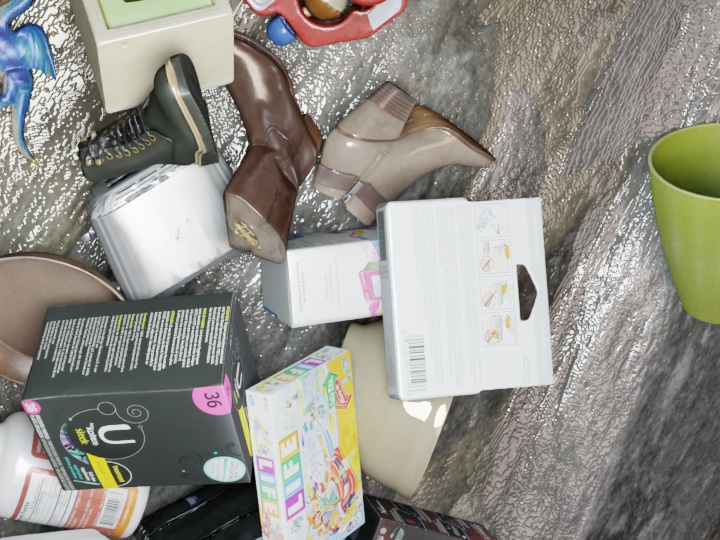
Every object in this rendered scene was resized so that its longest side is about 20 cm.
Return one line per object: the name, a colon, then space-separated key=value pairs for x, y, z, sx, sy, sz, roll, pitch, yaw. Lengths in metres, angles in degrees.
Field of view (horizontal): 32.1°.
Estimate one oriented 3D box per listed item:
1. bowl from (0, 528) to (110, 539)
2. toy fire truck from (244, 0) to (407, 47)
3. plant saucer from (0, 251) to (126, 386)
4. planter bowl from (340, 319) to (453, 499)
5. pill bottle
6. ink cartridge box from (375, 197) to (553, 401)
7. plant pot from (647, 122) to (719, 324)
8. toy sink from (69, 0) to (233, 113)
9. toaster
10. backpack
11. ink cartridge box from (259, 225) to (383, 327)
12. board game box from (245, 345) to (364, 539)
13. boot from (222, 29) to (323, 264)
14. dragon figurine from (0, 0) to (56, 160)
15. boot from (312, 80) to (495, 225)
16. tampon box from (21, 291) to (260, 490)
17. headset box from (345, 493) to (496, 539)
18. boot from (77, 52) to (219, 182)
bowl: x=-0.336 y=0.343 z=1.352 sx=0.196 sy=0.076 sz=0.201 roll=-6 pitch=146 yaw=-3
toy fire truck: x=-0.053 y=-0.322 z=1.301 sx=0.167 sy=0.113 sz=0.201 roll=-32 pitch=114 yaw=19
plant saucer: x=-0.323 y=0.049 z=1.296 sx=0.197 sy=0.035 sz=0.202 roll=3 pitch=134 yaw=3
planter bowl: x=0.028 y=0.137 z=1.410 sx=0.133 sy=0.200 sz=0.203 roll=21 pitch=98 yaw=0
pill bottle: x=-0.331 y=0.215 z=1.341 sx=0.197 sy=0.112 sz=0.114 roll=16 pitch=100 yaw=-21
ink cartridge box: x=0.108 y=0.026 z=1.302 sx=0.171 sy=0.043 sz=0.204 roll=-3 pitch=89 yaw=-17
plant pot: x=0.437 y=-0.045 z=1.507 sx=0.184 sy=0.188 sz=0.202 roll=-15 pitch=124 yaw=-14
toy sink: x=-0.209 y=-0.274 z=1.188 sx=0.128 sy=0.202 sz=0.113 roll=-15 pitch=153 yaw=-14
toaster: x=-0.192 y=-0.060 z=1.312 sx=0.198 sy=0.114 sz=0.130 roll=-31 pitch=110 yaw=-7
backpack: x=-0.130 y=0.303 z=1.400 sx=0.199 sy=0.177 sz=0.152 roll=-33 pitch=116 yaw=-18
ink cartridge box: x=0.000 y=0.000 z=1.373 sx=0.197 sy=0.144 sz=0.086 roll=-6 pitch=98 yaw=-17
board game box: x=-0.054 y=0.197 z=1.301 sx=0.134 sy=0.034 sz=0.203 roll=-26 pitch=117 yaw=-49
boot: x=-0.116 y=-0.125 z=1.277 sx=0.064 sy=0.201 sz=0.187 roll=-23 pitch=122 yaw=35
dragon figurine: x=-0.335 y=-0.212 z=1.250 sx=0.098 sy=0.059 sz=0.202 roll=-24 pitch=110 yaw=-10
boot: x=0.043 y=-0.115 z=1.402 sx=0.199 sy=0.070 sz=0.147 roll=29 pitch=101 yaw=-32
tampon box: x=-0.211 y=0.123 z=1.249 sx=0.197 sy=0.127 sz=0.151 roll=-4 pitch=134 yaw=7
headset box: x=0.074 y=0.377 z=1.541 sx=0.198 sy=0.075 sz=0.151 roll=19 pitch=98 yaw=-22
boot: x=-0.206 y=-0.127 z=1.155 sx=0.136 sy=0.200 sz=0.079 roll=-13 pitch=75 yaw=-4
